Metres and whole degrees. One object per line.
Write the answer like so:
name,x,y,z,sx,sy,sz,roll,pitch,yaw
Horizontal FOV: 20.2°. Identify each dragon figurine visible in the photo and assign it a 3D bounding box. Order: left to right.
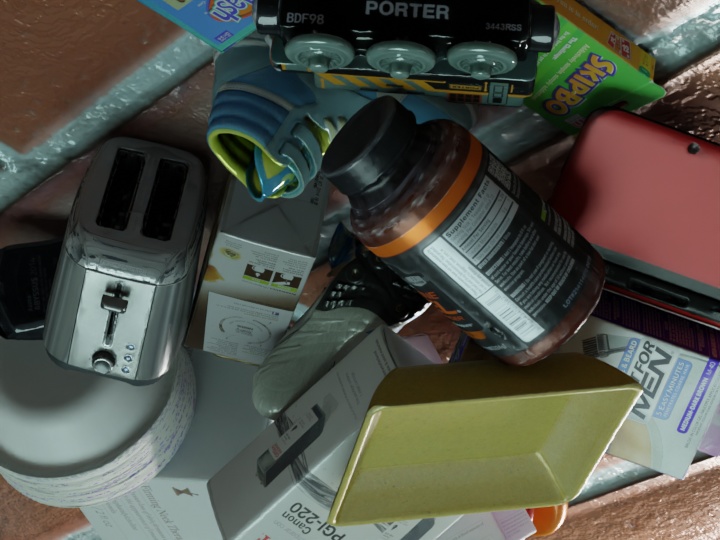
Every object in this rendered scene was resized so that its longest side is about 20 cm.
dragon figurine,0.000,0.000,1.682,0.059,0.099,0.200,15,125,-4

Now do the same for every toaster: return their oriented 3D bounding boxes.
toaster,-0.182,-0.016,1.622,0.114,0.200,0.129,15,132,-4

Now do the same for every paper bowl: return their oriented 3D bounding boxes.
paper bowl,-0.254,0.101,1.802,0.201,0.201,0.104,1,148,18

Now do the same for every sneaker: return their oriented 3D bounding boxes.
sneaker,-0.019,-0.096,1.463,0.200,0.131,0.080,12,148,-1
sneaker,-0.006,0.045,1.621,0.200,0.072,0.072,-43,169,12

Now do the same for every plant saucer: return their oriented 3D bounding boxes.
plant saucer,0.082,0.118,1.479,0.200,0.048,0.200,-4,149,-14

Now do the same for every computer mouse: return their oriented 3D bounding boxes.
computer mouse,-0.266,0.010,1.756,0.200,0.139,0.053,-4,162,2

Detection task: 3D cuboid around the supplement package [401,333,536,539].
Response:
supplement package,0.043,0.169,1.732,0.121,0.200,0.120,-31,172,14

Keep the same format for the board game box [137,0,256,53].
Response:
board game box,-0.124,-0.237,1.350,0.200,0.045,0.152,31,144,-28

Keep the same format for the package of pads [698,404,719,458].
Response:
package of pads,0.214,0.075,1.672,0.200,0.121,0.076,23,103,-15

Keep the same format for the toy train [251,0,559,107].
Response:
toy train,0.030,-0.154,1.335,0.200,0.085,0.114,3,163,3

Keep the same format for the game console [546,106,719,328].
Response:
game console,0.229,-0.034,1.500,0.200,0.119,0.172,20,180,-6

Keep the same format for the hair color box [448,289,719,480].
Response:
hair color box,0.176,0.074,1.560,0.200,0.065,0.109,19,115,-1

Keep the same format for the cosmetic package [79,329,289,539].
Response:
cosmetic package,-0.153,0.160,1.900,0.200,0.166,0.167,1,147,17

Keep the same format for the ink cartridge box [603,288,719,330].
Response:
ink cartridge box,0.262,-0.006,1.593,0.200,0.048,0.146,18,149,-9

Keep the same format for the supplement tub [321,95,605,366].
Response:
supplement tub,0.067,-0.031,1.385,0.200,0.107,0.107,41,140,-21

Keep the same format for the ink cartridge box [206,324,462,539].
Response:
ink cartridge box,0.000,0.162,1.601,0.200,0.085,0.146,-42,125,15

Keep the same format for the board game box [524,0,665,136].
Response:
board game box,0.114,-0.162,1.409,0.200,0.030,0.096,33,144,-27

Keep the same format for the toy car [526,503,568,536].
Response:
toy car,0.108,0.182,1.858,0.200,0.150,0.175,27,146,-24

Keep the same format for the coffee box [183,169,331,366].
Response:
coffee box,-0.081,-0.019,1.630,0.080,0.114,0.200,15,149,-5
